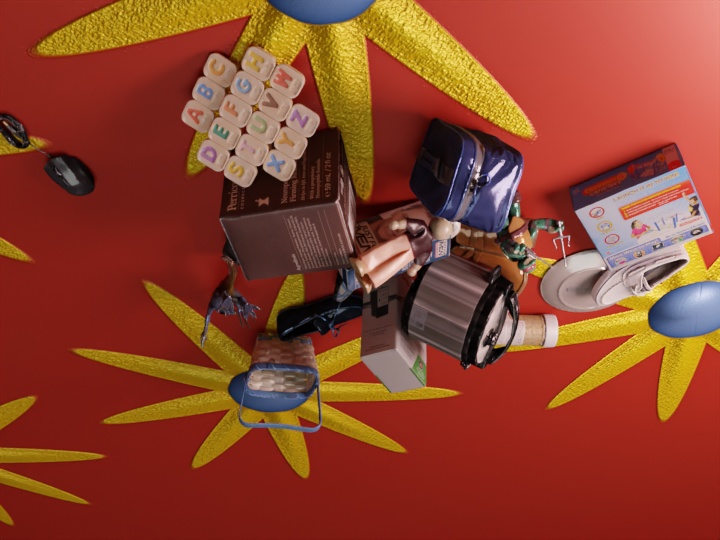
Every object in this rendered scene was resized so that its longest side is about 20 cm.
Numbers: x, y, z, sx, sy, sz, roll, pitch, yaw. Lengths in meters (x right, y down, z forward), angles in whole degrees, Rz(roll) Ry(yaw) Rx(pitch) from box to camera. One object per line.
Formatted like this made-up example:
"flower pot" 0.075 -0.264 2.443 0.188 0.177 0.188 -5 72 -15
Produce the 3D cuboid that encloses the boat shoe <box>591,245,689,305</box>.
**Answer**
"boat shoe" 0.533 0.013 1.607 0.073 0.066 0.199 30 120 -34

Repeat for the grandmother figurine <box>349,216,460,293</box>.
"grandmother figurine" 0.081 -0.038 1.394 0.198 0.061 0.122 -32 143 -10

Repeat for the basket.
"basket" -0.165 0.244 1.794 0.172 0.203 0.140 8 140 -9

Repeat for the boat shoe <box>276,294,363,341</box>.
"boat shoe" -0.079 0.108 1.737 0.196 0.070 0.084 -18 138 20

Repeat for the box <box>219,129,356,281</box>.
"box" -0.113 -0.107 1.399 0.195 0.169 0.166 -7 142 7

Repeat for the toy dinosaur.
"toy dinosaur" -0.257 0.054 1.656 0.103 0.181 0.205 0 102 -26

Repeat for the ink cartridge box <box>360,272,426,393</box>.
"ink cartridge box" 0.067 0.112 1.641 0.081 0.203 0.147 -14 139 23

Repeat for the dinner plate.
"dinner plate" 0.461 0.030 1.687 0.195 0.025 0.202 0 140 0

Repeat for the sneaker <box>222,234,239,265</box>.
"sneaker" -0.157 -0.043 1.560 0.196 0.076 0.107 19 143 -8

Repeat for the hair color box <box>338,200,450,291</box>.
"hair color box" 0.050 -0.047 1.477 0.196 0.101 0.061 -19 142 -12

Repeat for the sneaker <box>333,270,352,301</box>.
"sneaker" 0.000 0.000 1.605 0.071 0.073 0.201 20 138 -14

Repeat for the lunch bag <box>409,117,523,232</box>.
"lunch bag" 0.156 -0.150 1.315 0.129 0.200 0.139 12 107 -17

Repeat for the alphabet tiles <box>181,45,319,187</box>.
"alphabet tiles" -0.169 -0.232 1.285 0.193 0.015 0.202 31 111 -5

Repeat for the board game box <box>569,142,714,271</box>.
"board game box" 0.500 -0.106 1.494 0.197 0.057 0.196 -22 136 23

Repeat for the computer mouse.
"computer mouse" -0.526 -0.186 1.403 0.058 0.035 0.199 -25 134 28

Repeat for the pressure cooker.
"pressure cooker" 0.192 0.077 1.534 0.197 0.181 0.176 24 163 21

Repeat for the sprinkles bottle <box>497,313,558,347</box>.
"sprinkles bottle" 0.311 0.124 1.761 0.195 0.069 0.069 2 141 -3

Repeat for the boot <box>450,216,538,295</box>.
"boot" 0.241 -0.029 1.579 0.151 0.075 0.203 2 132 -1

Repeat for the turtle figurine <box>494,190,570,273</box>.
"turtle figurine" 0.273 -0.066 1.438 0.100 0.149 0.203 -19 104 41
